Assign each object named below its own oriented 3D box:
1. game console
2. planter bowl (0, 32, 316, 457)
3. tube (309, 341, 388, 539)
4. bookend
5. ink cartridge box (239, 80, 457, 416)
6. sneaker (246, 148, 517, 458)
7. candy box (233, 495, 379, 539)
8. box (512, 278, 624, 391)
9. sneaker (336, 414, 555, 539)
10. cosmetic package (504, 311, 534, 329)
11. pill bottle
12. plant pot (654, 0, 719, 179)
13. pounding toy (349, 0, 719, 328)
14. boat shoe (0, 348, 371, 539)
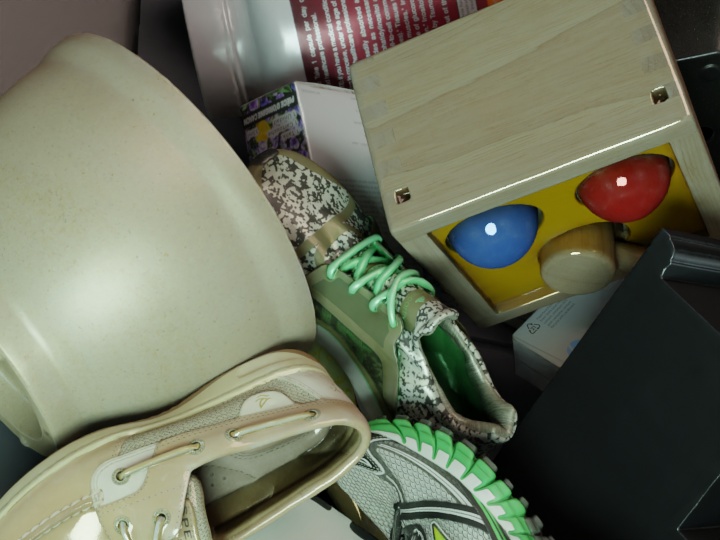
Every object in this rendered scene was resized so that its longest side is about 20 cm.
[{"bbox_3d":[-0.250,-0.175,0.991,0.198,0.118,0.176,10,13,-26],"label":"game console"},{"bbox_3d":[-0.137,0.005,0.753,0.135,0.201,0.200,-39,74,-24],"label":"planter bowl"},{"bbox_3d":[-0.029,0.063,0.861,0.058,0.052,0.201,-35,72,-8],"label":"tube"},{"bbox_3d":[0.174,0.121,0.736,0.092,0.201,0.199,7,32,-48],"label":"bookend"},{"bbox_3d":[0.000,0.000,0.866,0.108,0.050,0.202,2,73,-50],"label":"ink cartridge box"},{"bbox_3d":[0.017,0.016,0.769,0.077,0.088,0.201,-40,96,-32],"label":"sneaker"},{"bbox_3d":[0.005,0.205,0.716,0.199,0.061,0.137,36,37,3],"label":"candy box"},{"bbox_3d":[0.210,0.048,0.870,0.199,0.041,0.156,32,60,29],"label":"box"},{"bbox_3d":[0.049,0.144,0.704,0.085,0.078,0.200,-35,54,-17],"label":"sneaker"},{"bbox_3d":[0.085,-0.036,0.999,0.199,0.105,0.071,27,39,-9],"label":"cosmetic package"},{"bbox_3d":[-0.003,-0.154,0.920,0.198,0.114,0.114,-13,47,0],"label":"pill bottle"},{"bbox_3d":[0.184,-0.145,1.061,0.198,0.200,0.179,-10,47,10],"label":"plant pot"},{"bbox_3d":[0.125,-0.041,0.819,0.200,0.183,0.143,44,29,-60],"label":"pounding toy"},{"bbox_3d":[-0.088,0.108,0.690,0.199,0.073,0.065,-29,35,-15],"label":"boat shoe"}]
